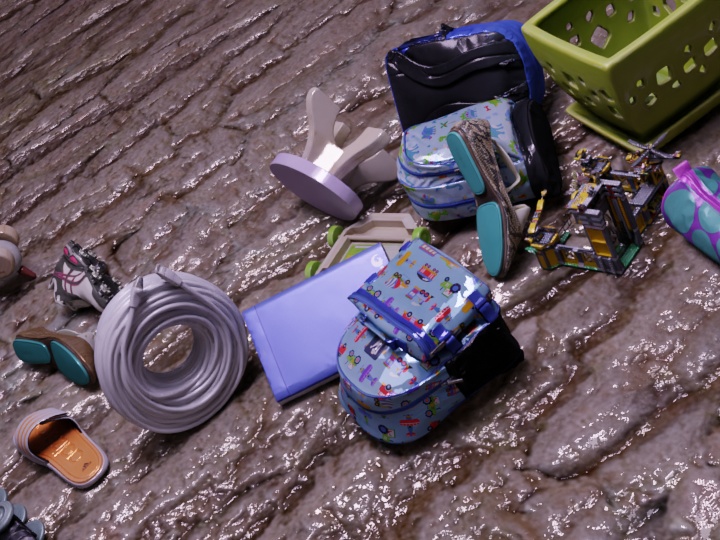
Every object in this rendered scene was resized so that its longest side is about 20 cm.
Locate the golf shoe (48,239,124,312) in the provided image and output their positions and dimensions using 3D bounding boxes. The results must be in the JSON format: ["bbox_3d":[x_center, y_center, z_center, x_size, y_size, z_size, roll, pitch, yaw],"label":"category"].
[{"bbox_3d":[-0.414,0.032,1.930,0.088,0.077,0.200,-54,35,2],"label":"golf shoe"}]

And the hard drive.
[{"bbox_3d":[-0.037,0.066,1.598,0.199,0.025,0.132,-27,66,5],"label":"hard drive"}]

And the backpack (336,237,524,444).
[{"bbox_3d":[0.055,0.088,1.458,0.200,0.135,0.183,-40,45,-8],"label":"backpack"}]

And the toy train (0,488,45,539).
[{"bbox_3d":[-0.479,0.331,1.601,0.200,0.085,0.114,22,72,46],"label":"toy train"}]

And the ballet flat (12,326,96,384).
[{"bbox_3d":[-0.424,0.114,1.842,0.199,0.068,0.072,7,30,45],"label":"ballet flat"}]

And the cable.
[{"bbox_3d":[-0.240,0.101,1.603,0.069,0.200,0.201,29,92,55],"label":"cable"}]

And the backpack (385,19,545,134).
[{"bbox_3d":[0.160,-0.277,1.804,0.199,0.163,0.168,-9,20,30],"label":"backpack"}]

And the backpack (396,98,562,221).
[{"bbox_3d":[0.148,-0.144,1.688,0.199,0.154,0.164,-25,40,25],"label":"backpack"}]

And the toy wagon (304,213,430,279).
[{"bbox_3d":[0.000,0.000,1.690,0.155,0.040,0.200,2,48,37],"label":"toy wagon"}]

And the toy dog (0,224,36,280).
[{"bbox_3d":[-0.611,0.014,2.082,0.199,0.096,0.132,-22,37,37],"label":"toy dog"}]

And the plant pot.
[{"bbox_3d":[0.358,-0.273,1.643,0.200,0.182,0.199,-36,37,-8],"label":"plant pot"}]

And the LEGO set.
[{"bbox_3d":[0.282,-0.094,1.536,0.200,0.116,0.154,-45,38,-20],"label":"LEGO set"}]

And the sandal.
[{"bbox_3d":[-0.404,0.221,1.690,0.206,0.059,0.079,19,57,46],"label":"sandal"}]

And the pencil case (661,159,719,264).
[{"bbox_3d":[0.417,-0.043,1.404,0.085,0.093,0.200,-36,35,-2],"label":"pencil case"}]

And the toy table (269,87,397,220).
[{"bbox_3d":[-0.037,-0.157,1.801,0.117,0.184,0.200,-53,38,-8],"label":"toy table"}]

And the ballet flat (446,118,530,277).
[{"bbox_3d":[0.170,-0.095,1.583,0.075,0.201,0.068,-20,3,-24],"label":"ballet flat"}]
